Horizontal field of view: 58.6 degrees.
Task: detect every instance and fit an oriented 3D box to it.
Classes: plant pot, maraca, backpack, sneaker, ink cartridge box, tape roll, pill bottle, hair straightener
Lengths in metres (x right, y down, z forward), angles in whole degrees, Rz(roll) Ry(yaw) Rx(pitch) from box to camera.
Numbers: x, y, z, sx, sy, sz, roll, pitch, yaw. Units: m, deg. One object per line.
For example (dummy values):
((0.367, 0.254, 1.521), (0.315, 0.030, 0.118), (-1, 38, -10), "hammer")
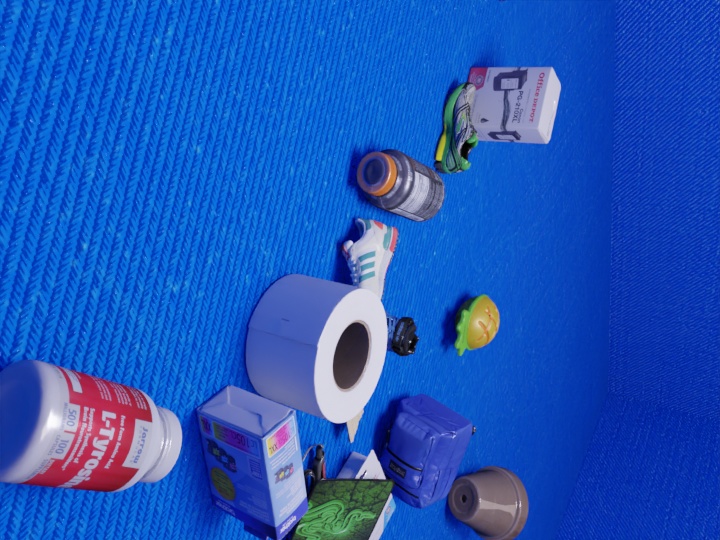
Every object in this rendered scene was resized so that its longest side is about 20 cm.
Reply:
((0.334, 0.636, 1.761), (0.172, 0.198, 0.206), (22, 80, -40), "plant pot")
((0.279, 0.134, 1.585), (0.198, 0.105, 0.141), (-23, 118, -53), "maraca")
((0.119, 0.390, 1.359), (0.165, 0.161, 0.205), (-1, 112, -48), "backpack")
((0.225, -0.308, 1.397), (0.077, 0.083, 0.206), (14, 86, -57), "sneaker")
((-0.149, 0.283, 0.909), (0.076, 0.134, 0.205), (-32, 124, -47), "ink cartridge box")
((0.046, 0.097, 1.196), (0.078, 0.109, 0.201), (-63, 144, -23), "sneaker")
((-0.003, 0.442, 1.251), (0.117, 0.066, 0.203), (-51, 138, -36), "ink cartridge box")
((-0.064, 0.117, 0.998), (0.201, 0.136, 0.209), (-22, 116, -53), "tape roll")
((-0.287, 0.172, 0.680), (0.199, 0.110, 0.115), (37, 68, -55), "pill bottle")
((-0.082, 0.399, 1.134), (0.076, 0.040, 0.206), (-24, 124, -53), "hair straightener")
((0.071, -0.157, 1.171), (0.198, 0.104, 0.109), (12, 89, -58), "pill bottle")
((0.000, -0.001, 1.124), (0.070, 0.091, 0.204), (131, -22, -65), "sneaker")
((0.335, -0.373, 1.446), (0.084, 0.196, 0.149), (25, 78, -56), "ink cartridge box")

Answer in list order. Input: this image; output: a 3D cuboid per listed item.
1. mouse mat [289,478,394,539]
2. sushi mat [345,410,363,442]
((-0.033, 0.445, 1.156), (0.197, 0.007, 0.164), (16, 102, -40), "mouse mat")
((-0.022, 0.209, 1.183), (0.096, 0.012, 0.205), (-64, 150, -57), "sushi mat")
